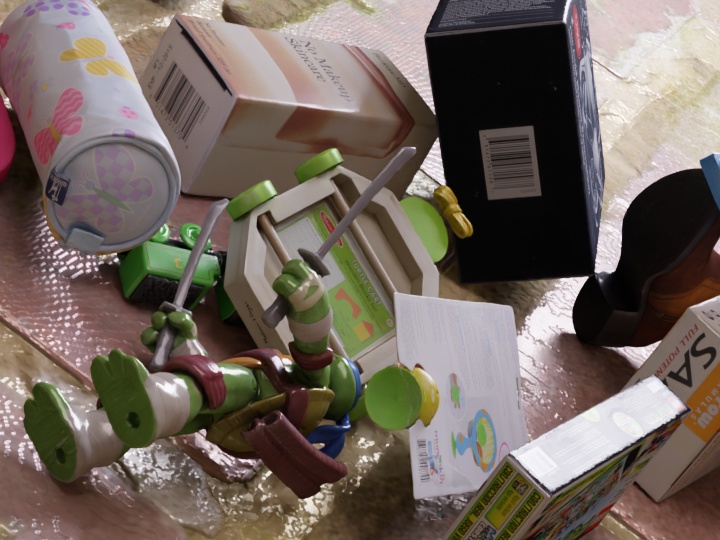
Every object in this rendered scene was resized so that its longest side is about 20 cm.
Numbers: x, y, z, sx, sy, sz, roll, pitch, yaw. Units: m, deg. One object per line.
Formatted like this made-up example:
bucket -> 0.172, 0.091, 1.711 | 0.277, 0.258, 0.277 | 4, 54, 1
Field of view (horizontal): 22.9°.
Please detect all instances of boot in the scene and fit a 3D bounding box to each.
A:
boot -> 0.284, -0.002, 1.334 | 0.199, 0.189, 0.069 | 2, 44, -27

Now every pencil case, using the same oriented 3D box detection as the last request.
pencil case -> -0.173, -0.093, 1.106 | 0.083, 0.091, 0.200 | 6, 33, -27

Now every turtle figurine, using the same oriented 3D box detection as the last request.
turtle figurine -> -0.085, 0.030, 0.961 | 0.144, 0.201, 0.194 | 16, 21, 36

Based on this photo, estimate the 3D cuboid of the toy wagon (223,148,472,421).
toy wagon -> 0.000, 0.000, 1.137 | 0.200, 0.040, 0.155 | -31, 91, -47

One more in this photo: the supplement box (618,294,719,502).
supplement box -> 0.263, 0.077, 1.275 | 0.074, 0.126, 0.200 | 45, 29, 19

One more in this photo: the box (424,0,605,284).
box -> 0.122, -0.119, 1.342 | 0.104, 0.201, 0.182 | -4, 26, 12

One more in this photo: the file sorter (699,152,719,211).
file sorter -> 0.346, -0.009, 1.209 | 0.139, 0.123, 0.200 | -2, 68, -54

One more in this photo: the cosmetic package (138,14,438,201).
cosmetic package -> -0.052, -0.110, 1.281 | 0.200, 0.087, 0.103 | 3, 39, -45

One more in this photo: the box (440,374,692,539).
box -> 0.115, 0.131, 1.049 | 0.035, 0.110, 0.200 | 43, 30, 18

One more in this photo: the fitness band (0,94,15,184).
fitness band -> -0.287, -0.112, 1.090 | 0.143, 0.037, 0.200 | 12, 36, -36

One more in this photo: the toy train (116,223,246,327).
toy train -> -0.065, 0.010, 1.130 | 0.200, 0.042, 0.057 | 13, 43, -34

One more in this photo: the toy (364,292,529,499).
toy -> 0.050, 0.077, 1.077 | 0.200, 0.047, 0.116 | 10, 72, -68
